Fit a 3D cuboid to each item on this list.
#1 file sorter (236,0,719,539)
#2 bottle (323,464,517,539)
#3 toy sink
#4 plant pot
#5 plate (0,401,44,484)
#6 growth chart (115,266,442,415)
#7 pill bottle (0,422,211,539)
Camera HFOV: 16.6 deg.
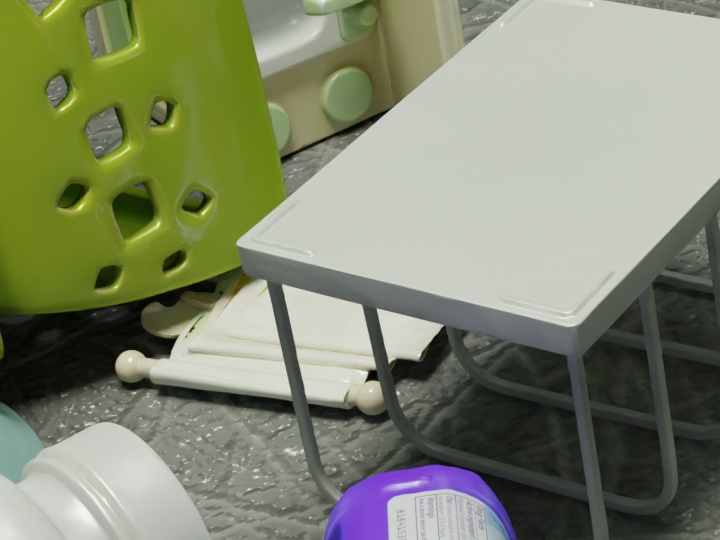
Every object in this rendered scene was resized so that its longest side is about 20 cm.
[{"bbox_3d":[0.078,0.003,0.910,0.138,0.125,0.200,13,38,34],"label":"file sorter"},{"bbox_3d":[0.023,0.143,0.735,0.065,0.084,0.200,-9,29,4],"label":"bottle"},{"bbox_3d":[-0.052,-0.132,1.180,0.112,0.131,0.200,-25,34,-23],"label":"toy sink"},{"bbox_3d":[-0.173,-0.076,1.035,0.181,0.201,0.199,-30,28,-35],"label":"plant pot"},{"bbox_3d":[-0.217,0.061,0.947,0.199,0.026,0.200,9,20,-3],"label":"plate"},{"bbox_3d":[0.000,0.000,1.050,0.144,0.018,0.200,11,37,35],"label":"growth chart"},{"bbox_3d":[-0.146,0.130,0.788,0.200,0.113,0.112,-30,35,-29],"label":"pill bottle"}]
